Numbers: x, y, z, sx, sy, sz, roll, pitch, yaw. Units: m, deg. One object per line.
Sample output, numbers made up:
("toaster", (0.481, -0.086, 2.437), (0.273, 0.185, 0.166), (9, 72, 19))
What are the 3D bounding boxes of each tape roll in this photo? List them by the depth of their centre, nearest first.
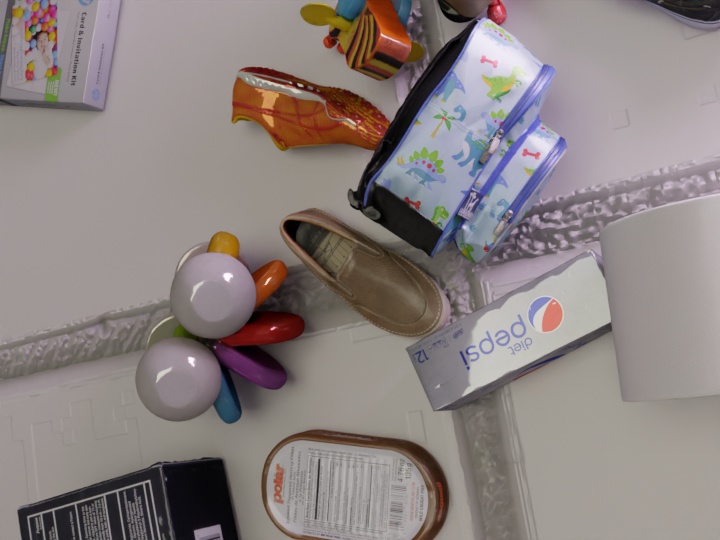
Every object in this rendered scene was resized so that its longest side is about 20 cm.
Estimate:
("tape roll", (0.295, 0.023, 0.703), (0.201, 0.202, 0.141), (-10, 80, 23))

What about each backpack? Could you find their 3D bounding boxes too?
("backpack", (0.100, -0.109, 0.822), (0.146, 0.183, 0.201), (32, 95, 0))

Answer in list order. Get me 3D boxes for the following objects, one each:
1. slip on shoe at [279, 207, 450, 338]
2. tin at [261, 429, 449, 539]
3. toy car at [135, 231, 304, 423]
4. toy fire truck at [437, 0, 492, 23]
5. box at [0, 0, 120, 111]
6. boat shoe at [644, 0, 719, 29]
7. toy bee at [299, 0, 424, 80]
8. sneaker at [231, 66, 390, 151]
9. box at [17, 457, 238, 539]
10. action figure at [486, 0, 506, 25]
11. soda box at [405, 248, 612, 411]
("slip on shoe", (0.000, 0.000, 0.915), (0.200, 0.060, 0.076), (40, 101, 23))
("tin", (-0.010, 0.221, 0.911), (0.198, 0.042, 0.113), (1, 81, 25))
("toy car", (-0.138, 0.070, 0.935), (0.149, 0.175, 0.201), (23, 94, -12))
("toy fire truck", (0.100, -0.365, 0.833), (0.200, 0.129, 0.176), (-45, 75, 6))
("box", (-0.399, -0.285, 1.138), (0.198, 0.041, 0.158), (8, 88, 24))
("boat shoe", (0.253, -0.283, 0.832), (0.199, 0.057, 0.069), (30, 97, 24))
("toy bee", (0.006, -0.249, 0.927), (0.130, 0.201, 0.109), (30, 130, -10))
("sneaker", (-0.051, -0.159, 0.962), (0.199, 0.073, 0.078), (23, 116, 28))
("box", (-0.235, 0.320, 0.954), (0.197, 0.123, 0.202), (-19, 75, 20))
("action figure", (0.116, -0.343, 0.906), (0.065, 0.052, 0.202), (-14, 84, 28))
("soda box", (0.147, 0.060, 0.841), (0.199, 0.063, 0.069), (-31, 72, 18))
